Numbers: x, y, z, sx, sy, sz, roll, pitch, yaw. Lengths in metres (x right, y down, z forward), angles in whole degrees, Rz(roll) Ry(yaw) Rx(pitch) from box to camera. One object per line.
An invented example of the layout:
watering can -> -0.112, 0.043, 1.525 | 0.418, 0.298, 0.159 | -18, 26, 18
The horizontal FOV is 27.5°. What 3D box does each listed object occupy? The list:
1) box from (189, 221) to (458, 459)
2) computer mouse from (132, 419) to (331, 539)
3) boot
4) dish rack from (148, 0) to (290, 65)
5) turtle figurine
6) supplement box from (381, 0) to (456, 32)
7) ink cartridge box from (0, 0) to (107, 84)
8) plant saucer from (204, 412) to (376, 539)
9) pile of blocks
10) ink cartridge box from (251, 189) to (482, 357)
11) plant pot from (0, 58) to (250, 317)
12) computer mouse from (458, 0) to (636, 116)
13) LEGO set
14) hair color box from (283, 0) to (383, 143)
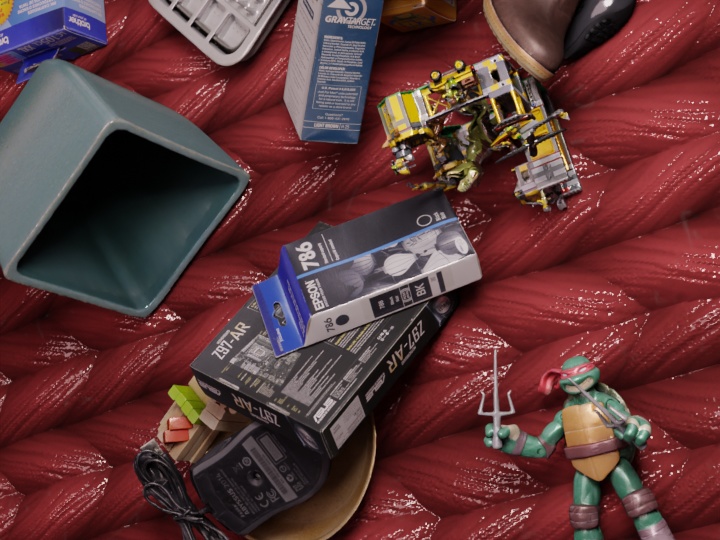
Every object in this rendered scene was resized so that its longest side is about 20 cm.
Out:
box -> -0.032, 0.058, 1.337 | 0.160, 0.044, 0.200 | 21, 58, 33
computer mouse -> -0.105, 0.186, 1.371 | 0.200, 0.053, 0.139 | -30, 95, 27
boot -> 0.184, -0.271, 1.264 | 0.166, 0.072, 0.201 | -39, 37, 29
dish rack -> -0.119, -0.323, 1.520 | 0.172, 0.043, 0.200 | 43, 105, 31
turtle figurine -> 0.190, 0.146, 1.213 | 0.149, 0.100, 0.201 | -20, 87, 44
supplement box -> 0.050, -0.334, 1.401 | 0.066, 0.069, 0.201 | -4, 78, 33
ink cartridge box -> -0.360, -0.307, 1.655 | 0.136, 0.076, 0.201 | -14, 76, 30
plant saucer -> -0.061, 0.166, 1.407 | 0.199, 0.035, 0.201 | -6, 79, 33
pile of blocks -> -0.129, 0.114, 1.401 | 0.200, 0.062, 0.082 | -30, 67, 25
ink cartridge box -> 0.000, 0.000, 1.324 | 0.199, 0.039, 0.100 | -22, 47, -3
plant pot -> -0.275, -0.104, 1.503 | 0.197, 0.195, 0.200 | -52, 52, 15
computer mouse -> 0.162, -0.202, 1.326 | 0.200, 0.034, 0.059 | -36, 66, 23
LEGO set -> 0.109, -0.096, 1.263 | 0.153, 0.200, 0.116 | -20, 76, 9
hair color box -> -0.022, -0.229, 1.365 | 0.100, 0.060, 0.201 | -114, 29, -57
